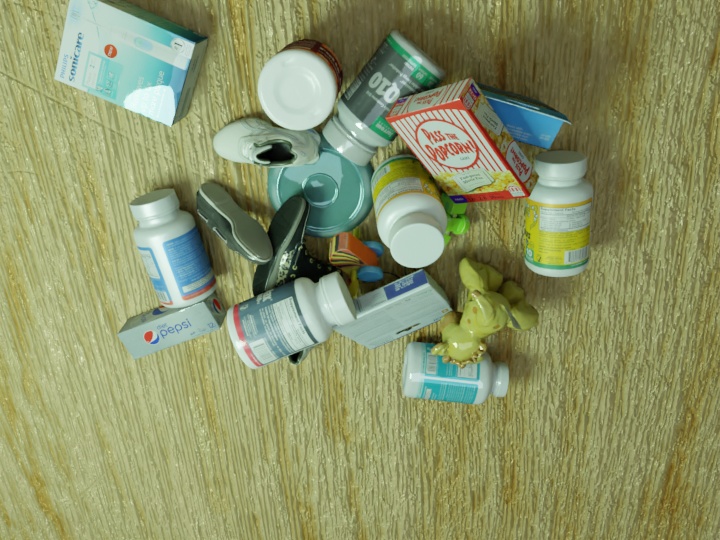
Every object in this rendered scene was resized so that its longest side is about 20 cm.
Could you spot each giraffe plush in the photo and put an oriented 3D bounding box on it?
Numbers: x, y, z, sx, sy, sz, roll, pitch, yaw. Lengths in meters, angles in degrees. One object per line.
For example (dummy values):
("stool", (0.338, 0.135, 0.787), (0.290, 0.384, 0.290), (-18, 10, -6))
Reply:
("giraffe plush", (0.212, 0.099, 1.153), (0.172, 0.200, 0.162), (32, 117, -11))

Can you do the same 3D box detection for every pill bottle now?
("pill bottle", (-0.345, -0.042, 1.156), (0.112, 0.112, 0.200), (-10, 115, 7))
("pill bottle", (-0.086, -0.294, 0.977), (0.114, 0.200, 0.114), (1, 116, 2))
("pill bottle", (-0.114, 0.080, 1.084), (0.200, 0.120, 0.120), (-22, 112, 6))
("pill bottle", (0.344, -0.100, 1.099), (0.113, 0.113, 0.200), (-4, 115, 4))
("pill bottle", (0.034, -0.276, 1.029), (0.113, 0.113, 0.200), (36, 112, -14))
("pill bottle", (0.081, -0.098, 1.045), (0.113, 0.200, 0.113), (-2, 127, -3))
("pill bottle", (0.187, 0.205, 1.250), (0.200, 0.111, 0.111), (7, 115, -1))

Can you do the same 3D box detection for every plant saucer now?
("plant saucer", (-0.071, -0.147, 1.142), (0.200, 0.027, 0.200), (1, 115, 1))

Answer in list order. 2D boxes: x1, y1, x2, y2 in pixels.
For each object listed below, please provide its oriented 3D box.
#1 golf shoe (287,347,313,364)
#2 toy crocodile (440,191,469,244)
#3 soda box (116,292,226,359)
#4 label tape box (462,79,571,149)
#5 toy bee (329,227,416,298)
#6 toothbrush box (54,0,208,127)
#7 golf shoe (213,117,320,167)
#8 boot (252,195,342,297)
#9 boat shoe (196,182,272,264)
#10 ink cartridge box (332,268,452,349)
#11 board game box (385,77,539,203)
("golf shoe", (-0.139, 0.089, 1.218), (0.078, 0.097, 0.200), (-16, 112, 12))
("toy crocodile", (0.167, -0.126, 1.126), (0.067, 0.062, 0.200), (-2, 121, -41))
("soda box", (-0.373, 0.105, 1.252), (0.200, 0.063, 0.068), (-21, 114, 12))
("label tape box", (0.229, -0.241, 0.988), (0.143, 0.200, 0.066), (15, 114, -4))
("toy bee", (0.000, 0.000, 1.165), (0.109, 0.131, 0.200), (-19, 127, 37))
("toothbrush box", (-0.371, -0.347, 1.029), (0.200, 0.085, 0.147), (23, 114, -7))
("golf shoe", (-0.170, -0.210, 1.058), (0.200, 0.097, 0.078), (4, 114, 19))
("boot", (-0.099, -0.028, 1.159), (0.154, 0.073, 0.204), (13, 107, -36))
("boat shoe", (-0.227, -0.075, 1.128), (0.200, 0.067, 0.057), (48, 133, 19))
("ink cartridge box", (0.064, 0.079, 1.195), (0.199, 0.041, 0.200), (-25, 154, 12))
("board game box", (0.155, -0.187, 0.957), (0.151, 0.046, 0.200), (1, 143, 51))
